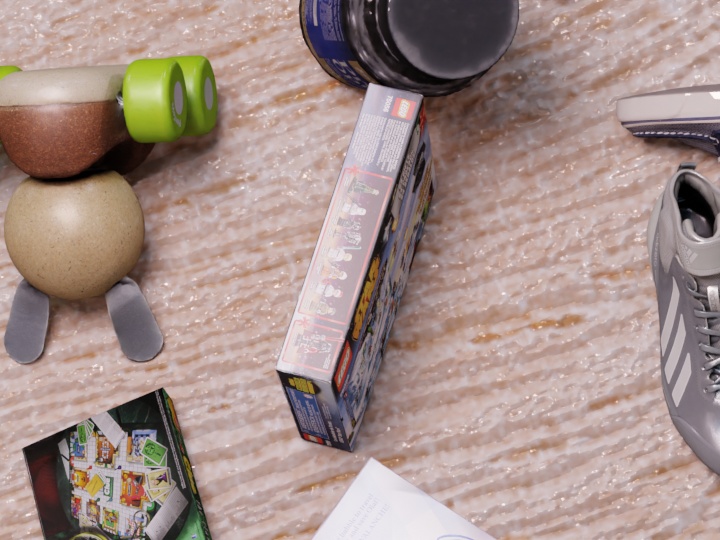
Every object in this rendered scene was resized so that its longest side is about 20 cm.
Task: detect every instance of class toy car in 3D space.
[{"bbox_3d":[-0.186,-0.039,1.606,0.164,0.158,0.201,-2,96,11],"label":"toy car"}]

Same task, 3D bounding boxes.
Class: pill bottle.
[{"bbox_3d":[0.033,-0.169,1.558,0.112,0.200,0.112,-1,96,-13],"label":"pill bottle"}]

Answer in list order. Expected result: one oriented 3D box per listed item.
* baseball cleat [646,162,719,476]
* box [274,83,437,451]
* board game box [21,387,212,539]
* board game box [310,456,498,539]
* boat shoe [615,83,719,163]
[{"bbox_3d":[0.217,0.030,1.509,0.070,0.106,0.200,-13,68,-3],"label":"baseball cleat"},{"bbox_3d":[0.000,0.000,1.536,0.040,0.137,0.200,14,69,11],"label":"box"},{"bbox_3d":[-0.145,0.178,1.521,0.105,0.023,0.200,-21,56,4],"label":"board game box"},{"bbox_3d":[0.030,0.250,1.477,0.199,0.043,0.200,32,75,19],"label":"board game box"},{"bbox_3d":[0.261,-0.074,1.567,0.200,0.075,0.093,1,100,32],"label":"boat shoe"}]
